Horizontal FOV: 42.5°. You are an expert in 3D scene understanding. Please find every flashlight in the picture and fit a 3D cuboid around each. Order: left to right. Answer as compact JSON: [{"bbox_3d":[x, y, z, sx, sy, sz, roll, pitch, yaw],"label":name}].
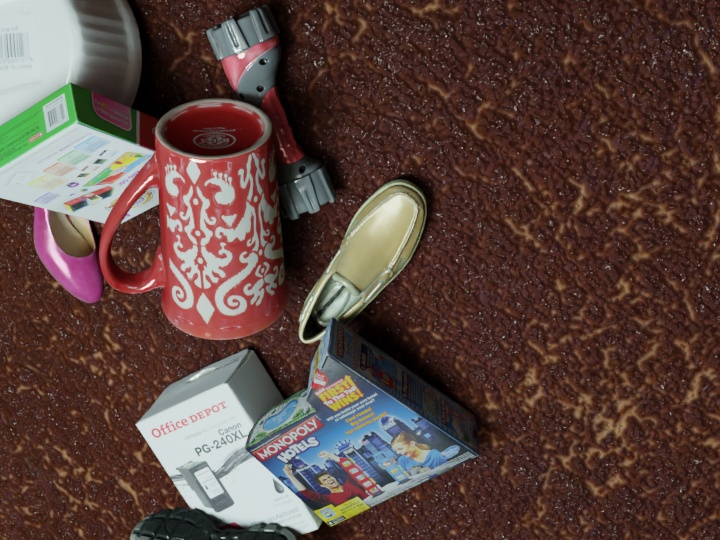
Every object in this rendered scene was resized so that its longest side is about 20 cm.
[{"bbox_3d":[-0.081,-0.153,0.909,0.068,0.068,0.202,-29,107,-16],"label":"flashlight"}]

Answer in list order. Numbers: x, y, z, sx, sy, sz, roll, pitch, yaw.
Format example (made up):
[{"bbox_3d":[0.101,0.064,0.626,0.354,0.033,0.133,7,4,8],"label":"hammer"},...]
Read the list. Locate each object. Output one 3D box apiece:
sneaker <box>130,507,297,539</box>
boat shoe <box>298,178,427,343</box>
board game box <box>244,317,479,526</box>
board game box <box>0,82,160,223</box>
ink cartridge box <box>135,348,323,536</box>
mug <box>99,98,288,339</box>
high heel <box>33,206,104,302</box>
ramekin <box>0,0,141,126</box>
[{"bbox_3d":[-0.163,0.322,1.026,0.198,0.076,0.080,7,118,16],"label":"sneaker"},{"bbox_3d":[0.000,0.000,0.933,0.071,0.076,0.201,33,117,3],"label":"boat shoe"},{"bbox_3d":[-0.012,0.154,0.967,0.199,0.062,0.200,-30,118,21],"label":"board game box"},{"bbox_3d":[-0.262,-0.105,0.915,0.152,0.199,0.041,-23,72,24],"label":"board game box"},{"bbox_3d":[-0.140,0.212,1.060,0.144,0.083,0.201,-26,103,26],"label":"ink cartridge box"},{"bbox_3d":[-0.151,-0.043,0.887,0.133,0.176,0.202,39,140,35],"label":"mug"},{"bbox_3d":[-0.315,-0.066,1.019,0.095,0.067,0.202,-20,90,35],"label":"high heel"},{"bbox_3d":[-0.327,-0.215,0.919,0.198,0.098,0.203,2,97,18],"label":"ramekin"}]
